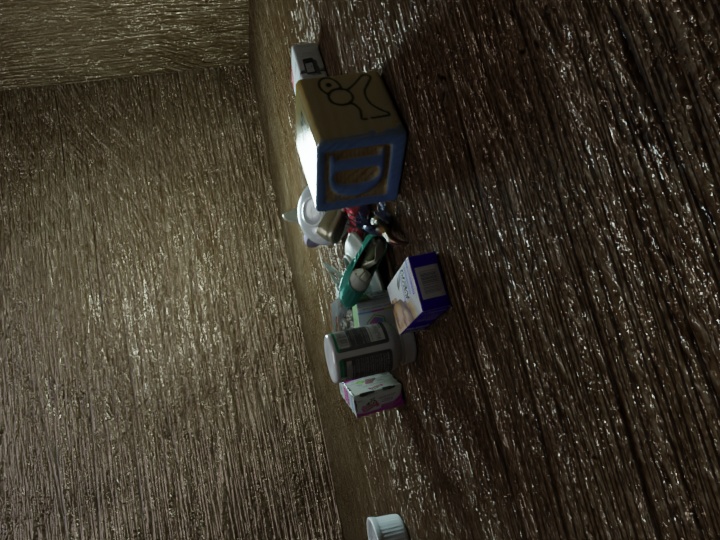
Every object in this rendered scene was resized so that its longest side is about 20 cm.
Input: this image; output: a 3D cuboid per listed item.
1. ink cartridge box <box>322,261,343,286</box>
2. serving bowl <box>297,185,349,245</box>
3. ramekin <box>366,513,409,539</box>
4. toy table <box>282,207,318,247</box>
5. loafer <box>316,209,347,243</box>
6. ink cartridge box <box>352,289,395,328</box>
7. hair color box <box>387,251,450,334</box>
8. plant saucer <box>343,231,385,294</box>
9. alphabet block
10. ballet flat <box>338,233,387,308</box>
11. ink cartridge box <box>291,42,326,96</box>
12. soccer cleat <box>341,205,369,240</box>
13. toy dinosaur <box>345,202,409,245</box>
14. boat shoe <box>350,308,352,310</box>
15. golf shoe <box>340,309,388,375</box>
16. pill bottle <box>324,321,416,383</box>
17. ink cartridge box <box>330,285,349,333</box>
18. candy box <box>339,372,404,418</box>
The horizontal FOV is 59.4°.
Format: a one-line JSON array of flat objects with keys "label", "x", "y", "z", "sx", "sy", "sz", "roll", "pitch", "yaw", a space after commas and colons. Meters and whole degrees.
[{"label": "ink cartridge box", "x": -0.023, "y": 0.072, "z": 1.650, "sx": 0.199, "sy": 0.047, "sz": 0.160, "roll": 37, "pitch": -173, "yaw": -25}, {"label": "serving bowl", "x": -0.120, "y": -0.176, "z": 1.871, "sx": 0.197, "sy": 0.065, "sz": 0.205, "roll": 2, "pitch": 94, "yaw": 39}, {"label": "ramekin", "x": 0.091, "y": 0.835, "z": 1.893, "sx": 0.200, "sy": 0.096, "sz": 0.205, "roll": 170, "pitch": 90, "yaw": -78}, {"label": "toy table", "x": -0.146, "y": -0.166, "z": 2.033, "sx": 0.118, "sy": 0.182, "sz": 0.200, "roll": 60, "pitch": 152, "yaw": 11}, {"label": "loafer", "x": -0.062, "y": -0.163, "z": 1.674, "sx": 0.076, "sy": 0.067, "sz": 0.202, "roll": 83, "pitch": -155, "yaw": -52}, {"label": "ink cartridge box", "x": 0.042, "y": 0.157, "z": 1.557, "sx": 0.059, "sy": 0.102, "sz": 0.204, "roll": -140, "pitch": 41, "yaw": -70}, {"label": "hair color box", "x": 0.111, "y": 0.050, "z": 1.258, "sx": 0.200, "sy": 0.064, "sz": 0.111, "roll": 112, "pitch": 145, "yaw": -70}, {"label": "plant saucer", "x": 0.000, "y": 0.000, "z": 1.637, "sx": 0.202, "sy": 0.050, "sz": 0.201, "roll": 61, "pitch": 169, "yaw": 21}, {"label": "alphabet block", "x": -0.027, "y": -0.273, "z": 1.333, "sx": 0.198, "sy": 0.191, "sz": 0.202, "roll": 99, "pitch": 158, "yaw": -52}, {"label": "ballet flat", "x": 0.009, "y": -0.008, "z": 1.490, "sx": 0.070, "sy": 0.067, "sz": 0.202, "roll": -20, "pitch": 41, "yaw": 62}, {"label": "ink cartridge box", "x": -0.150, "y": -0.558, "z": 1.907, "sx": 0.146, "sy": 0.082, "sz": 0.203, "roll": 104, "pitch": 153, "yaw": -61}, {"label": "soccer cleat", "x": 0.000, "y": -0.137, "z": 1.639, "sx": 0.067, "sy": 0.076, "sz": 0.201, "roll": 43, "pitch": 164, "yaw": 36}, {"label": "toy dinosaur", "x": 0.033, "y": -0.096, "z": 1.453, "sx": 0.202, "sy": 0.104, "sz": 0.181, "roll": 59, "pitch": -175, "yaw": 17}, {"label": "boat shoe", "x": 0.010, "y": 0.195, "z": 1.832, "sx": 0.075, "sy": 0.061, "sz": 0.204, "roll": -143, "pitch": 44, "yaw": -69}, {"label": "golf shoe", "x": 0.036, "y": 0.187, "z": 1.722, "sx": 0.078, "sy": 0.097, "sz": 0.201, "roll": -44, "pitch": 71, "yaw": 31}, {"label": "pill bottle", "x": 0.023, "y": 0.182, "z": 1.445, "sx": 0.113, "sy": 0.196, "sz": 0.115, "roll": 170, "pitch": 90, "yaw": -77}, {"label": "ink cartridge box", "x": -0.056, "y": 0.127, "z": 1.842, "sx": 0.200, "sy": 0.046, "sz": 0.163, "roll": -45, "pitch": -45, "yaw": -59}, {"label": "candy box", "x": 0.025, "y": 0.320, "z": 1.693, "sx": 0.200, "sy": 0.134, "sz": 0.062, "roll": -156, "pitch": 55, "yaw": -76}]
